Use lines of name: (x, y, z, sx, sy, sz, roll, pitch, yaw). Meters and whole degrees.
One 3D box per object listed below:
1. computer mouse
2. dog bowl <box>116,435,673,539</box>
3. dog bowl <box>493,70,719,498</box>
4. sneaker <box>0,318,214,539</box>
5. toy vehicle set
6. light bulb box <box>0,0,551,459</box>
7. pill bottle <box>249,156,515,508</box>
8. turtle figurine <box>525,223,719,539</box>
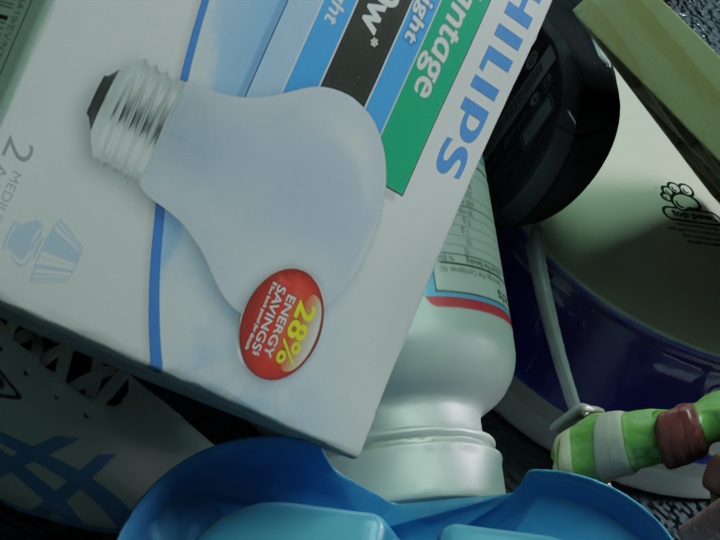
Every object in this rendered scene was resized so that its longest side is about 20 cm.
computer mouse: (0.087, -0.104, 1.031, 0.046, 0.141, 0.200, 23, 24, -21)
dog bowl: (0.014, 0.123, 0.851, 0.198, 0.050, 0.112, 6, 62, 8)
dog bowl: (0.127, 0.001, 1.110, 0.199, 0.079, 0.201, 18, 37, -14)
sneaker: (-0.131, 0.030, 0.914, 0.199, 0.073, 0.072, 32, 34, 4)
toy vehicle set: (0.160, -0.032, 0.984, 0.124, 0.026, 0.200, 50, 5, 30)
light bulb box: (-0.062, -0.069, 0.818, 0.124, 0.199, 0.199, 20, -4, 44)
pill bottle: (0.000, 0.000, 0.958, 0.108, 0.109, 0.202, 3, 69, -30)
turtle figurine: (0.141, 0.103, 0.943, 0.143, 0.195, 0.199, 28, -10, -37)
